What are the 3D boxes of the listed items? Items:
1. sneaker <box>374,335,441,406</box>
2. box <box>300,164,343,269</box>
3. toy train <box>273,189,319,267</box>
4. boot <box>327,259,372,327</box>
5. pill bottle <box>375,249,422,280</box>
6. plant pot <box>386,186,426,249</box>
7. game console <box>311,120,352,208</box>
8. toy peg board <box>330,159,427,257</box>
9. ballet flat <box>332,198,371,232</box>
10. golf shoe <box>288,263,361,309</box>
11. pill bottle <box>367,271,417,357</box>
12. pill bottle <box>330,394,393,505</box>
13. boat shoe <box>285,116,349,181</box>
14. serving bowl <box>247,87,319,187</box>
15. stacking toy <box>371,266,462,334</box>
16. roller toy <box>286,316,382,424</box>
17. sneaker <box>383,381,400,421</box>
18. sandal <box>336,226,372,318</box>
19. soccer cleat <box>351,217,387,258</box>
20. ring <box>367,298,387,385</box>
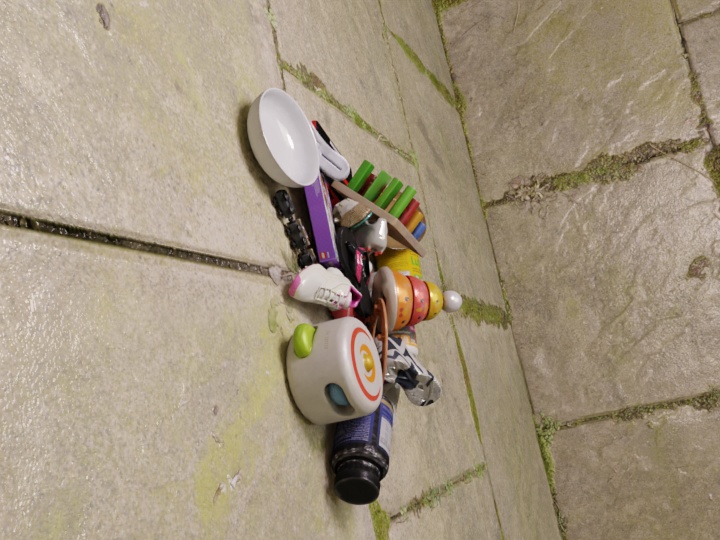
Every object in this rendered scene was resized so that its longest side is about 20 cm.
[{"bbox_3d":[0.094,0.203,1.757,0.198,0.079,0.130,32,23,-36],"label":"sneaker"},{"bbox_3d":[-0.080,-0.106,1.716,0.137,0.039,0.202,56,22,-79],"label":"box"},{"bbox_3d":[-0.124,-0.070,1.628,0.046,0.034,0.202,-83,153,-69],"label":"toy train"},{"bbox_3d":[-0.006,0.076,1.789,0.145,0.072,0.200,66,29,-24],"label":"boot"},{"bbox_3d":[0.093,-0.031,2.070,0.111,0.110,0.202,34,44,-61],"label":"pill bottle"},{"bbox_3d":[0.069,-0.126,2.032,0.028,0.198,0.202,117,-20,-48],"label":"plant pot"},{"bbox_3d":[-0.068,-0.230,1.916,0.200,0.031,0.178,51,26,-49],"label":"game console"},{"bbox_3d":[0.067,-0.148,1.858,0.199,0.098,0.199,35,-2,32],"label":"toy peg board"},{"bbox_3d":[-0.030,-0.119,1.767,0.066,0.070,0.200,53,-19,-4],"label":"ballet flat"},{"bbox_3d":[-0.064,0.037,1.593,0.091,0.076,0.199,35,16,22],"label":"golf shoe"},{"bbox_3d":[0.064,0.110,1.879,0.116,0.115,0.202,37,41,-59],"label":"pill bottle"},{"bbox_3d":[0.003,0.335,1.547,0.201,0.111,0.112,-80,148,-49],"label":"pill bottle"},{"bbox_3d":[-0.110,-0.258,1.724,0.200,0.072,0.071,45,-14,-7],"label":"boat shoe"},{"bbox_3d":[-0.161,-0.252,1.599,0.200,0.065,0.202,40,40,-46],"label":"serving bowl"},{"bbox_3d":[0.130,0.064,1.781,0.146,0.198,0.148,179,-90,-74],"label":"stacking toy"},{"bbox_3d":[-0.039,0.184,1.506,0.200,0.138,0.185,15,62,-68],"label":"roller toy"},{"bbox_3d":[0.045,0.292,1.777,0.200,0.074,0.101,-52,132,-57],"label":"sneaker"},{"bbox_3d":[0.000,0.000,1.707,0.075,0.045,0.202,-34,110,-59],"label":"sandal"},{"bbox_3d":[0.011,-0.072,1.795,0.069,0.200,0.078,18,82,-22],"label":"soccer cleat"},{"bbox_3d":[0.029,0.157,1.651,0.200,0.019,0.203,-176,-90,-81],"label":"ring"}]
